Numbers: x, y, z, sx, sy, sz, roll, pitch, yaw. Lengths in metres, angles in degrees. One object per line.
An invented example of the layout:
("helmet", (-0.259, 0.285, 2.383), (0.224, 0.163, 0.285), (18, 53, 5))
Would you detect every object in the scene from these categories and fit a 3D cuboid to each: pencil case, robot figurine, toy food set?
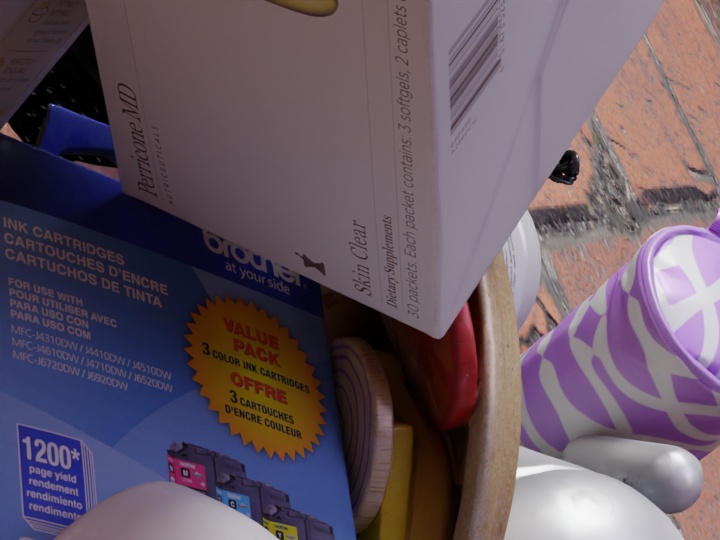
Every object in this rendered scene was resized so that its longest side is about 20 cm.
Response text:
("pencil case", (0.087, 0.055, 0.999), (0.084, 0.200, 0.086), (26, 47, -25))
("robot figurine", (0.047, 0.118, 0.895), (0.113, 0.170, 0.200), (51, -15, -22))
("toy food set", (-0.004, 0.043, 0.819), (0.049, 0.198, 0.200), (5, 91, -23))

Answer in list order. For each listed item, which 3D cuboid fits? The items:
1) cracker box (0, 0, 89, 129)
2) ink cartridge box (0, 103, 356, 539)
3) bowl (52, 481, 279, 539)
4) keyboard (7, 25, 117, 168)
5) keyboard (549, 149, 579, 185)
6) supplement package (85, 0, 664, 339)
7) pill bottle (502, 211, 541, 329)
("cracker box", (-0.121, -0.092, 0.710), (0.058, 0.200, 0.134), (47, 17, 13))
("ink cartridge box", (-0.076, 0.048, 0.733), (0.136, 0.076, 0.200), (21, 44, -37))
("bowl", (-0.036, 0.175, 0.615), (0.200, 0.075, 0.200), (-50, 119, -29))
("keyboard", (-0.141, -0.089, 0.838), (0.040, 0.104, 0.200), (-60, 143, -23))
("keyboard", (0.036, -0.061, 1.107), (0.127, 0.021, 0.200), (22, -5, -13))
("supplement package", (0.010, -0.111, 0.676), (0.156, 0.111, 0.200), (-55, 158, -28))
("pill bottle", (0.000, 0.000, 1.007), (0.114, 0.113, 0.200), (65, 20, 7))
